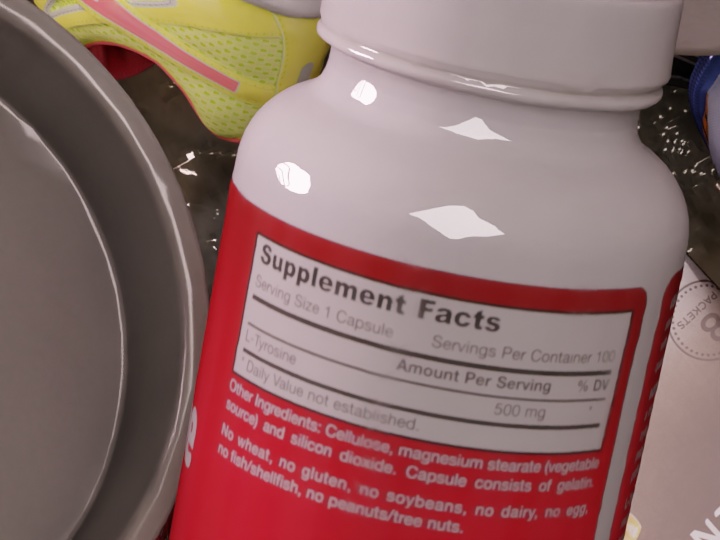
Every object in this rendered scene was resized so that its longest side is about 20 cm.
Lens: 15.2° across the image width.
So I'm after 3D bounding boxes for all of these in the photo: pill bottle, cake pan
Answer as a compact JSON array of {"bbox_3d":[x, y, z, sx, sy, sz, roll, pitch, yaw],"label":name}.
[{"bbox_3d":[0.017,0.022,0.657,0.112,0.112,0.201,11,104,1],"label":"pill bottle"},{"bbox_3d":[-0.137,0.015,0.677,0.199,0.037,0.202,4,76,-17],"label":"cake pan"}]

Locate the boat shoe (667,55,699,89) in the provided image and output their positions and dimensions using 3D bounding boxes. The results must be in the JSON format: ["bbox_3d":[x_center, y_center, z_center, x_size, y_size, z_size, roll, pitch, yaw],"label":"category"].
[{"bbox_3d":[0.039,-0.091,0.821,0.199,0.069,0.057,23,115,-3],"label":"boat shoe"}]

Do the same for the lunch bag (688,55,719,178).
[{"bbox_3d":[0.192,-0.047,0.758,0.199,0.160,0.076,-31,52,9],"label":"lunch bag"}]

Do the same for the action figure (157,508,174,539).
[{"bbox_3d":[0.000,0.000,0.770,0.200,0.099,0.065,-38,85,1],"label":"action figure"}]

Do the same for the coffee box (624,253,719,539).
[{"bbox_3d":[0.043,0.094,0.775,0.200,0.080,0.114,-41,84,-6],"label":"coffee box"}]

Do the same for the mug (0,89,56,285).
[{"bbox_3d":[-0.158,-0.038,0.768,0.152,0.149,0.188,10,87,-7],"label":"mug"}]

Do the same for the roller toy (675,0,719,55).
[{"bbox_3d":[0.076,-0.155,0.673,0.181,0.200,0.140,12,62,12],"label":"roller toy"}]

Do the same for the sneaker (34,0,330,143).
[{"bbox_3d":[-0.080,-0.102,0.782,0.078,0.091,0.200,-20,44,-36],"label":"sneaker"}]
